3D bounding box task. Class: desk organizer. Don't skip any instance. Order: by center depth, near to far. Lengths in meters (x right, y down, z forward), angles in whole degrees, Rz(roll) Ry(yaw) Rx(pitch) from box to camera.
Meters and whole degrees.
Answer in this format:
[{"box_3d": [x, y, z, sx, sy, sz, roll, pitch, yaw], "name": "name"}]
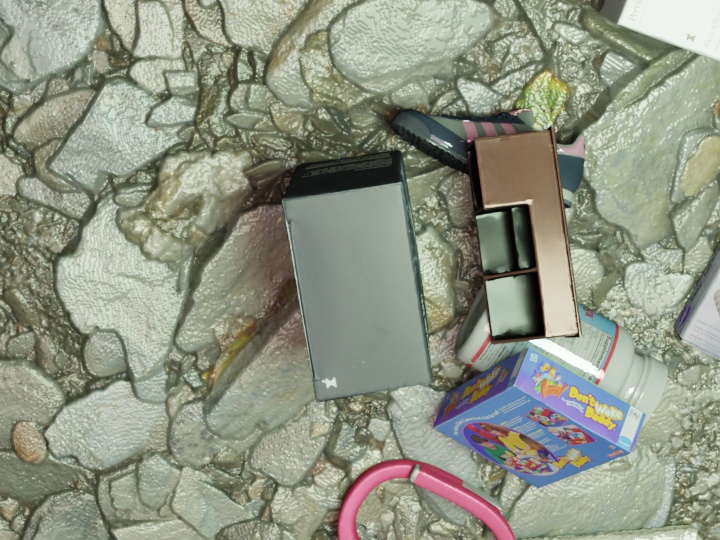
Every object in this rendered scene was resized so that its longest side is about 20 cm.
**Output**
[{"box_3d": [0.154, -0.031, 1.482, 0.077, 0.072, 0.201, -7, 88, -4], "name": "desk organizer"}]

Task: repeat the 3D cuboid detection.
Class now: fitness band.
[{"box_3d": [0.073, 0.287, 1.657, 0.200, 0.037, 0.144, 29, 102, -3], "name": "fitness band"}]

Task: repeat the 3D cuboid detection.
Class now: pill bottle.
[{"box_3d": [0.204, 0.085, 1.571, 0.200, 0.109, 0.109, 28, 102, -5], "name": "pill bottle"}]

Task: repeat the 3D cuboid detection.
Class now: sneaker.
[{"box_3d": [0.131, -0.133, 1.555, 0.200, 0.070, 0.082, 23, 86, -6], "name": "sneaker"}]

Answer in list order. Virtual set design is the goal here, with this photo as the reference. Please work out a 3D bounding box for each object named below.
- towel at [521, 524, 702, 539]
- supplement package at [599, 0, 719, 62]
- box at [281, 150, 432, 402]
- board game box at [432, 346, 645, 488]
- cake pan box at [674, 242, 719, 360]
[{"box_3d": [0.270, 0.343, 1.653, 0.199, 0.034, 0.133, -4, 86, 3], "name": "towel"}, {"box_3d": [0.316, -0.312, 1.455, 0.111, 0.156, 0.201, 18, 103, -2], "name": "supplement package"}, {"box_3d": [0.000, 0.000, 1.513, 0.117, 0.200, 0.197, -8, 103, 4], "name": "box"}, {"box_3d": [0.173, 0.150, 1.542, 0.134, 0.200, 0.045, 30, 65, -10], "name": "board game box"}, {"box_3d": [0.450, 0.028, 1.580, 0.200, 0.052, 0.185, 24, 104, -3], "name": "cake pan box"}]
